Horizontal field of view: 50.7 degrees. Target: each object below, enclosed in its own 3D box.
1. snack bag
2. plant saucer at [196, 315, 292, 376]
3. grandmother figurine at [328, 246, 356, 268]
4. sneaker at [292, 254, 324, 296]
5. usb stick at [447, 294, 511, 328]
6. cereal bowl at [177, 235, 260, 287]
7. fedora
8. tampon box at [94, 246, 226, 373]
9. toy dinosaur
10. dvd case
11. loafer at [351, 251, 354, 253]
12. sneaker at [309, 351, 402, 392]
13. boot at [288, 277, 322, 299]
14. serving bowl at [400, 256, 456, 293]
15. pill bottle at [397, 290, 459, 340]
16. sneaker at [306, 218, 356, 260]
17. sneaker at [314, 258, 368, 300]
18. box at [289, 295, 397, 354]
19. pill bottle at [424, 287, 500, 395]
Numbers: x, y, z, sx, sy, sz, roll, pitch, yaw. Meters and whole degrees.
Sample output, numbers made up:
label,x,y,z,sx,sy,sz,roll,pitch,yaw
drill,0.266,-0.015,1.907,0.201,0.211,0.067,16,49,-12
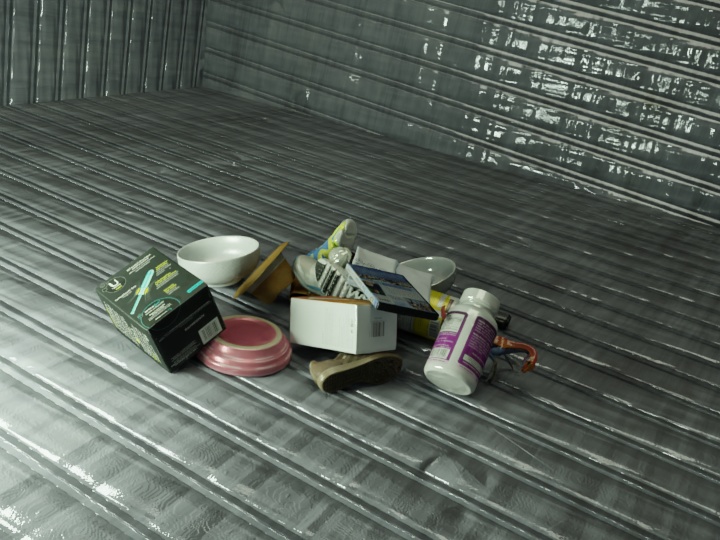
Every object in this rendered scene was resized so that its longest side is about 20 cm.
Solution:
label,x,y,z,sx,sy,sz,roll,pitch,yaw
snack bag,0.073,0.018,1.710,0.198,0.022,0.189,20,25,-1
plant saucer,-0.237,0.146,1.558,0.198,0.051,0.201,9,21,-3
grandmother figurine,0.000,0.000,1.818,0.199,0.061,0.121,30,10,-42
sneaker,-0.068,0.026,1.770,0.199,0.081,0.077,38,48,-5
usb stick,0.282,0.099,1.914,0.198,0.033,0.055,18,24,20
cereal bowl,-0.340,-0.016,1.843,0.197,0.084,0.200,-3,21,1
fedora,-0.210,0.020,1.783,0.082,0.201,0.201,44,23,-5
tampon box,-0.394,0.075,1.501,0.199,0.127,0.150,28,56,38
toy dinosaur,0.277,0.165,1.614,0.180,0.201,0.105,-14,26,31
dvd case,0.062,0.043,1.571,0.141,0.018,0.200,13,18,-25
loafer,-0.019,-0.009,2.024,0.199,0.074,0.071,26,-3,37
sneaker,-0.009,0.186,1.523,0.198,0.071,0.076,-6,32,-33
boot,-0.073,0.058,1.841,0.199,0.071,0.145,14,33,-5
serving bowl,0.151,0.034,1.938,0.197,0.067,0.201,-12,22,5
pill bottle,0.130,0.092,1.766,0.198,0.111,0.109,17,23,18
sneaker,-0.088,-0.056,1.984,0.104,0.076,0.201,8,57,35
sneaker,-0.020,0.044,1.697,0.200,0.075,0.081,41,35,12
box,-0.037,0.109,1.573,0.198,0.099,0.124,4,3,43
pill bottle,0.214,0.141,1.550,0.111,0.113,0.201,18,65,20
